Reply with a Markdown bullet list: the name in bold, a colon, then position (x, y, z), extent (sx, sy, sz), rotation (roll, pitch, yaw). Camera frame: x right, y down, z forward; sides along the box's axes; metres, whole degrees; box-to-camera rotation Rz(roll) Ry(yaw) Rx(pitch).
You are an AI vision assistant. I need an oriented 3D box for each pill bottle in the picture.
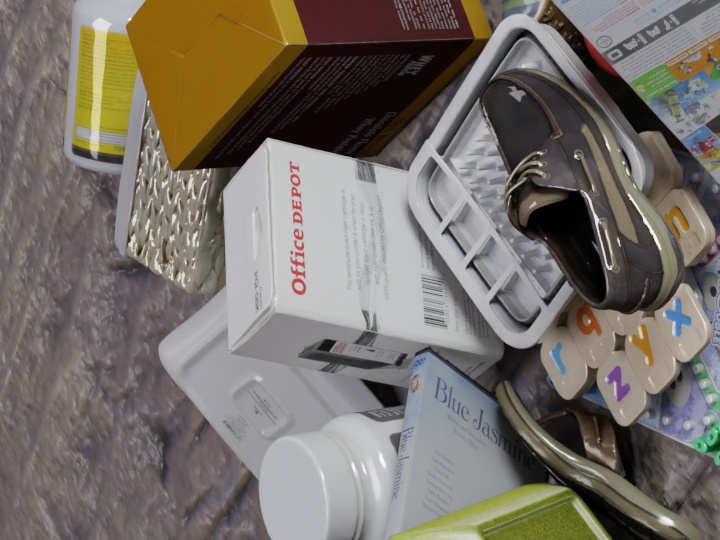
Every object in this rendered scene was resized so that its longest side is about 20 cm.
- **pill bottle**: position (-0.215, -0.197, 2.063), extent (0.112, 0.111, 0.202), rotation (28, 117, 50)
- **pill bottle**: position (0.030, 0.159, 1.688), extent (0.113, 0.199, 0.114), rotation (12, 104, 54)

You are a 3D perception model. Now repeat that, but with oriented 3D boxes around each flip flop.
- **flip flop**: position (0.176, 0.139, 1.596), extent (0.199, 0.081, 0.058), rotation (35, 81, 35)

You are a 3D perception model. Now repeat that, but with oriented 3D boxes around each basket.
- **basket**: position (-0.118, -0.089, 1.924), extent (0.123, 0.135, 0.202), rotation (35, 122, 42)

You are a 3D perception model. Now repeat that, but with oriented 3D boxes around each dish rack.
- **dish rack**: position (0.124, -0.064, 1.575), extent (0.172, 0.043, 0.201), rotation (56, 136, 26)

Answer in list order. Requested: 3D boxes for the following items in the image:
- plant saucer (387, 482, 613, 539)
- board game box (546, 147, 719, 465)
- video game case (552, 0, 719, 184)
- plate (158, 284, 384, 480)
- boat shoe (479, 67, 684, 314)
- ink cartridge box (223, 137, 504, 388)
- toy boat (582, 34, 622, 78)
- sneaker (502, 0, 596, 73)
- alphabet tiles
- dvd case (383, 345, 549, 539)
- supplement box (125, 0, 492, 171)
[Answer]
- **plant saucer**: position (0.140, 0.231, 1.524), extent (0.048, 0.199, 0.201), rotation (-46, 71, 30)
- **board game box**: position (0.209, 0.016, 1.562), extent (0.199, 0.026, 0.202), rotation (24, 114, 52)
- **video game case**: position (0.224, -0.145, 1.391), extent (0.200, 0.018, 0.143), rotation (45, 135, -18)
- **plate**: position (-0.077, 0.110, 1.902), extent (0.200, 0.032, 0.200), rotation (49, 141, -2)
- **boat shoe**: position (0.135, -0.056, 1.474), extent (0.201, 0.073, 0.075), rotation (54, 134, 26)
- **ink cartridge box**: position (0.000, 0.000, 1.680), extent (0.083, 0.198, 0.148), rotation (-42, 43, 49)
- **toy boat**: position (0.196, -0.189, 1.456), extent (0.199, 0.130, 0.132), rotation (4, 99, 52)
- **sneaker**: position (0.135, -0.208, 1.612), extent (0.090, 0.066, 0.202), rotation (-116, 28, -55)
- **alphabet tiles**: position (0.177, -0.001, 1.570), extent (0.200, 0.014, 0.197), rotation (-55, 52, 43)
- **dvd case**: position (0.079, 0.171, 1.601), extent (0.017, 0.142, 0.201), rotation (-28, 38, 38)
- **supplement box**: position (-0.042, -0.186, 1.739), extent (0.197, 0.199, 0.134), rotation (-42, 62, 49)
